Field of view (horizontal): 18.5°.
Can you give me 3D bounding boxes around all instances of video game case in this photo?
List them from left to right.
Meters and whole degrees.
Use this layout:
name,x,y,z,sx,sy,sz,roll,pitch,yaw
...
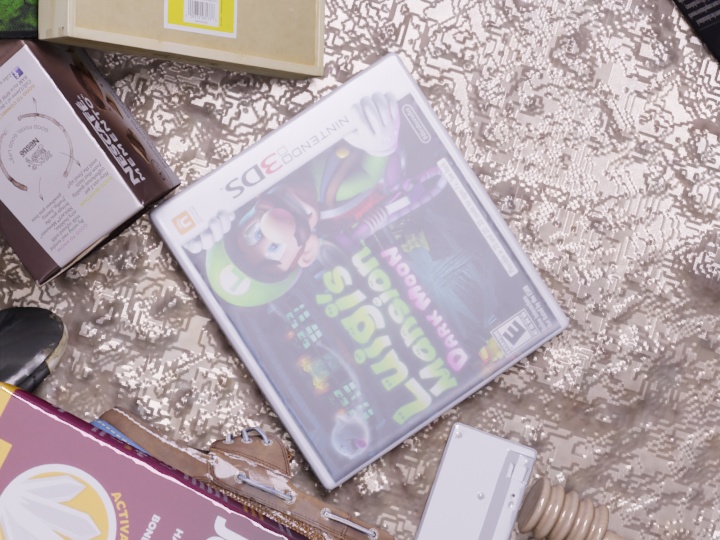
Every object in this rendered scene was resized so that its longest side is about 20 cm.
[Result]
name,x,y,z,sx,sy,sz,roll,pitch,yaw
video game case,0.000,0.000,1.340,0.181,0.023,0.201,-34,93,-6

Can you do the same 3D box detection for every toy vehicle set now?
name,x,y,z,sx,sy,sz,roll,pitch,yaw
toy vehicle set,-0.098,-0.183,1.271,0.199,0.026,0.125,5,86,-46

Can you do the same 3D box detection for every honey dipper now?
name,x,y,z,sx,sy,sz,roll,pitch,yaw
honey dipper,0.191,0.183,1.355,0.199,0.038,0.038,25,86,-9

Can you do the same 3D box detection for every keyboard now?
name,x,y,z,sx,sy,sz,roll,pitch,yaw
keyboard,0.051,0.196,1.350,0.056,0.011,0.201,19,86,-1

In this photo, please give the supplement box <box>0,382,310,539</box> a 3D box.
name,x,y,z,sx,sy,sz,roll,pitch,yaw
supplement box,-0.135,0.155,1.217,0.199,0.086,0.111,28,85,-3

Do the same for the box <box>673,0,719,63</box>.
name,x,y,z,sx,sy,sz,roll,pitch,yaw
box,0.272,-0.232,1.331,0.200,0.124,0.197,-39,95,-6

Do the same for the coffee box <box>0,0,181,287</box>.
name,x,y,z,sx,sy,sz,roll,pitch,yaw
coffee box,-0.199,-0.100,1.266,0.080,0.113,0.201,-35,93,10

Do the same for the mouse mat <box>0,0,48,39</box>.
name,x,y,z,sx,sy,sz,roll,pitch,yaw
mouse mat,-0.183,-0.204,1.253,0.199,0.008,0.162,-10,73,-49

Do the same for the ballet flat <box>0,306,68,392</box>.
name,x,y,z,sx,sy,sz,roll,pitch,yaw
ballet flat,-0.255,0.090,1.302,0.200,0.057,0.066,-38,57,-9

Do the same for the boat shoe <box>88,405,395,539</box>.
name,x,y,z,sx,sy,sz,roll,pitch,yaw
boat shoe,-0.070,0.134,1.311,0.199,0.072,0.073,35,69,-3
